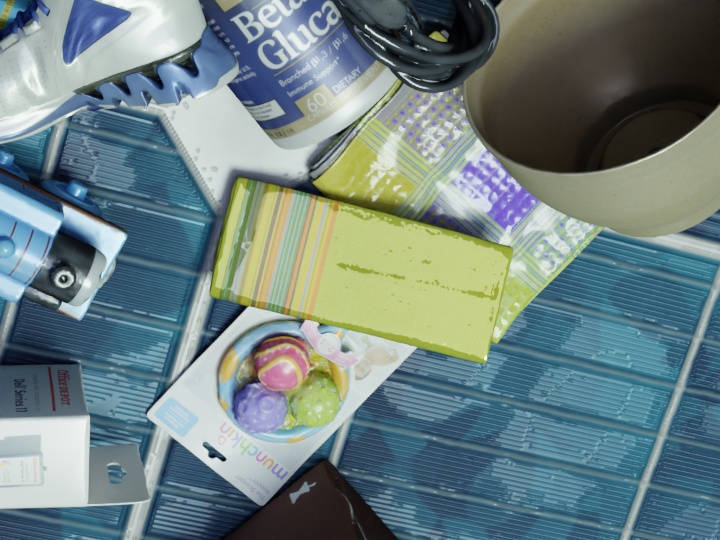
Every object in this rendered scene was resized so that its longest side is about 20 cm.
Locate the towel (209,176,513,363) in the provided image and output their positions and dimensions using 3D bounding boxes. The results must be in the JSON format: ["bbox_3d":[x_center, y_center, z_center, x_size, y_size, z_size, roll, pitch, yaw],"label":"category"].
[{"bbox_3d":[0.000,0.000,1.290,0.200,0.018,0.086,14,92,-3],"label":"towel"}]

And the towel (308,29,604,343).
[{"bbox_3d":[0.074,-0.057,1.318,0.144,0.023,0.200,-46,111,4],"label":"towel"}]

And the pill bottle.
[{"bbox_3d":[-0.068,-0.185,1.198,0.111,0.111,0.200,-38,111,2],"label":"pill bottle"}]

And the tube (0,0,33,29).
[{"bbox_3d":[-0.247,-0.177,1.201,0.200,0.050,0.077,22,88,-12],"label":"tube"}]

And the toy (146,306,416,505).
[{"bbox_3d":[-0.041,0.071,1.320,0.115,0.047,0.200,41,95,-19],"label":"toy"}]

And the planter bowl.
[{"bbox_3d":[0.184,-0.107,1.251,0.200,0.200,0.135,-36,138,1],"label":"planter bowl"}]

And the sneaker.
[{"bbox_3d":[-0.183,-0.152,1.143,0.199,0.081,0.115,-12,114,6],"label":"sneaker"}]

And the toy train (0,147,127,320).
[{"bbox_3d":[-0.247,-0.035,1.206,0.200,0.114,0.087,28,100,-19],"label":"toy train"}]

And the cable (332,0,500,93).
[{"bbox_3d":[0.018,-0.203,1.195,0.051,0.163,0.200,-31,126,28],"label":"cable"}]

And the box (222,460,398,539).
[{"bbox_3d":[-0.014,0.281,1.331,0.164,0.166,0.200,-38,111,3],"label":"box"}]

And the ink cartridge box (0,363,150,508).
[{"bbox_3d":[-0.243,0.109,1.252,0.200,0.117,0.067,0,105,-12],"label":"ink cartridge box"}]
